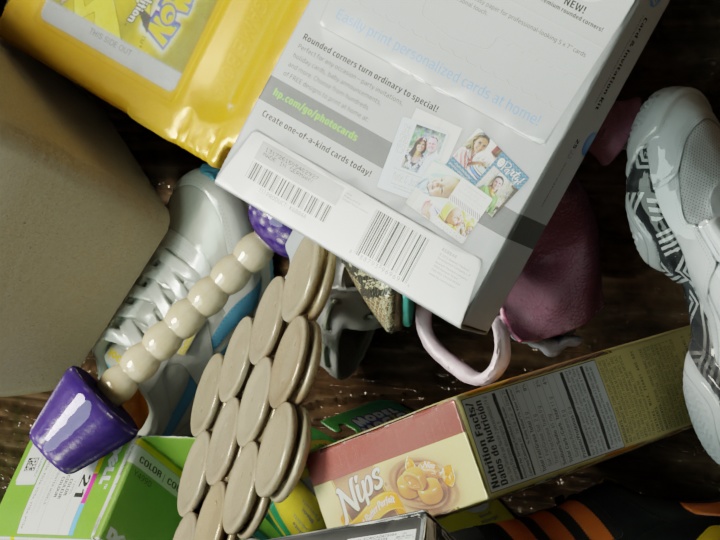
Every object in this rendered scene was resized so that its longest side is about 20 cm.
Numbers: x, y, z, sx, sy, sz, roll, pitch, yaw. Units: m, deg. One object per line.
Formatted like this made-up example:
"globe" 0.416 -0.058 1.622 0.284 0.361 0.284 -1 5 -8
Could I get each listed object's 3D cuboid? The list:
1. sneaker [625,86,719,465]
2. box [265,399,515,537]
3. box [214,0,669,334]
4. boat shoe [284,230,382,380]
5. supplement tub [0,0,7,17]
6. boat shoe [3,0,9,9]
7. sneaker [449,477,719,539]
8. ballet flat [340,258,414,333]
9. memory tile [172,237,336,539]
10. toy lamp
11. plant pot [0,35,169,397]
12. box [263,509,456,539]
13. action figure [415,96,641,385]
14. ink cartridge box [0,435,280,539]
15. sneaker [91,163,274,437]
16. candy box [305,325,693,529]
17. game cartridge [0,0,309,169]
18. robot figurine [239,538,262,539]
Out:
"sneaker" 0.206 0.001 1.293 0.115 0.075 0.200 -7 103 44
"box" 0.036 0.160 1.469 0.200 0.117 0.048 49 130 22
"box" 0.041 -0.093 1.288 0.156 0.041 0.200 30 96 23
"boat shoe" 0.000 0.000 1.471 0.067 0.074 0.200 44 159 8
"supplement tub" -0.309 -0.152 1.710 0.200 0.107 0.107 8 108 42
"boat shoe" -0.136 -0.138 1.582 0.200 0.072 0.069 35 100 41
"sneaker" 0.107 0.150 1.382 0.200 0.090 0.070 1 138 14
"ballet flat" 0.008 -0.070 1.355 0.075 0.068 0.200 10 82 5
"memory tile" -0.059 0.082 1.403 0.200 0.017 0.153 130 152 -54
"toy lamp" -0.110 0.038 1.532 0.200 0.058 0.058 -43 67 3
"plant pot" -0.235 -0.036 1.569 0.200 0.177 0.200 -56 40 17
"box" -0.015 0.192 1.336 0.200 0.158 0.050 -13 52 30
"action figure" 0.077 -0.066 1.351 0.134 0.149 0.200 30 135 40
"ink cartridge box" -0.100 0.164 1.573 0.200 0.076 0.148 -4 145 43
"sneaker" -0.112 0.030 1.596 0.076 0.081 0.200 34 122 34
"candy box" 0.083 0.082 1.342 0.115 0.200 0.055 -25 83 45
"game cartridge" -0.102 -0.172 1.514 0.200 0.032 0.176 31 98 34
"robot figurine" -0.031 0.225 1.518 0.170 0.200 0.113 -30 42 51
